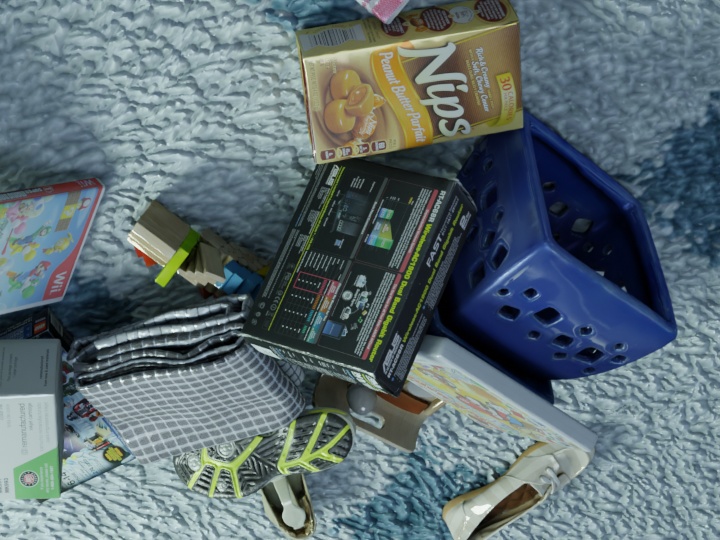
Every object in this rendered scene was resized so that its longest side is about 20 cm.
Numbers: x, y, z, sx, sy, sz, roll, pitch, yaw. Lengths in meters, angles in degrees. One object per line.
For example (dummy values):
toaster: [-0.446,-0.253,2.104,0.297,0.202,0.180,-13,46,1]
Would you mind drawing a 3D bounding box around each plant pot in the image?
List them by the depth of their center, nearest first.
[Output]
plant pot: [0.163,0.001,1.520,0.200,0.201,0.180,33,122,-32]

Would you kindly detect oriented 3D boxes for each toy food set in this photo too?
toy food set: [0.063,0.113,1.645,0.143,0.061,0.200,28,132,-28]

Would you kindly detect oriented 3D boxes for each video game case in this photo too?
video game case: [-0.334,-0.013,1.444,0.199,0.017,0.143,-15,140,-48]
video game case: [0.104,0.112,1.520,0.199,0.182,0.023,32,77,-26]

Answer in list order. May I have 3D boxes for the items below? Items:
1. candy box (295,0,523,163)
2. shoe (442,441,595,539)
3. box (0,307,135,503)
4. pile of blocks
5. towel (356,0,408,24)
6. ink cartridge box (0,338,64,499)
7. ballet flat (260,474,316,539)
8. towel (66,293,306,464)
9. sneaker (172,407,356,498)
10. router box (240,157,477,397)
candy box: [0.046,-0.174,1.444,0.199,0.055,0.116,-10,128,-4]
shoe: [0.186,0.254,1.804,0.199,0.054,0.070,-34,126,14]
box: [-0.325,0.142,1.621,0.136,0.040,0.200,-25,128,10]
pile of blocks: [-0.146,0.008,1.528,0.199,0.082,0.062,25,118,-28]
towel: [0.001,-0.316,1.343,0.200,0.030,0.146,34,113,-31]
ink cartridge box: [-0.390,0.146,1.532,0.198,0.088,0.146,1,128,-8]
ballet flat: [-0.087,0.218,1.713,0.069,0.070,0.201,-16,128,1]
towel: [-0.169,0.110,1.553,0.199,0.086,0.166,-15,148,13]
sneaker: [-0.096,0.188,1.635,0.199,0.076,0.076,-9,92,13]
router box: [0.000,0.000,1.449,0.062,0.149,0.201,45,64,-55]
